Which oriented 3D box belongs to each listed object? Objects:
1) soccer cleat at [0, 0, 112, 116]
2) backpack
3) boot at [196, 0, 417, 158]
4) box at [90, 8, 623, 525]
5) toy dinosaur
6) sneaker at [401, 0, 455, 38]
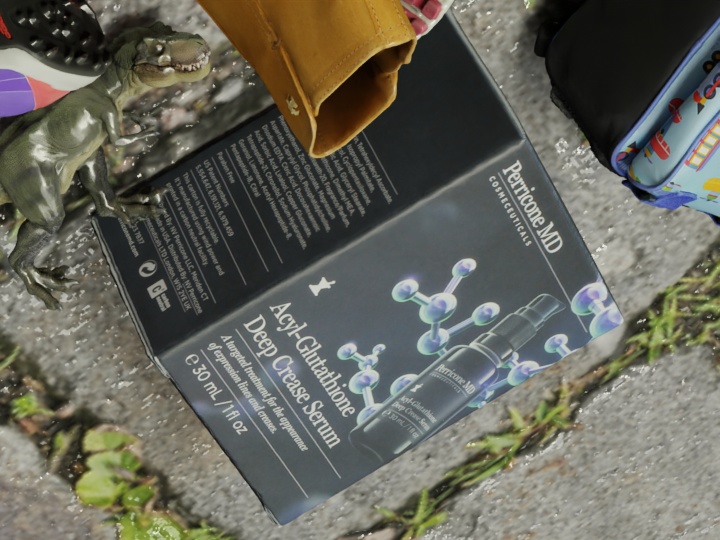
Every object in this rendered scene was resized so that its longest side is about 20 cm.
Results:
[{"bbox_3d":[-0.182,-0.093,1.235,0.073,0.069,0.200,-31,165,23],"label":"soccer cleat"},{"bbox_3d":[0.212,-0.102,1.416,0.199,0.135,0.183,18,121,-41],"label":"backpack"},{"bbox_3d":[-0.048,-0.109,1.216,0.070,0.145,0.201,-22,173,-24],"label":"boot"},{"bbox_3d":[0.000,0.000,1.422,0.199,0.107,0.149,-31,136,2],"label":"box"},{"bbox_3d":[-0.141,-0.038,1.361,0.199,0.048,0.088,-34,122,7],"label":"toy dinosaur"},{"bbox_3d":[0.047,-0.171,1.299,0.075,0.081,0.200,-27,164,-47],"label":"sneaker"}]
